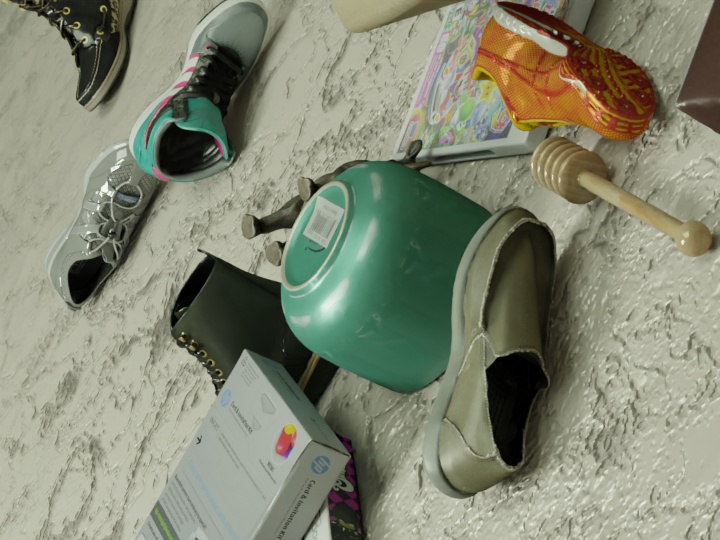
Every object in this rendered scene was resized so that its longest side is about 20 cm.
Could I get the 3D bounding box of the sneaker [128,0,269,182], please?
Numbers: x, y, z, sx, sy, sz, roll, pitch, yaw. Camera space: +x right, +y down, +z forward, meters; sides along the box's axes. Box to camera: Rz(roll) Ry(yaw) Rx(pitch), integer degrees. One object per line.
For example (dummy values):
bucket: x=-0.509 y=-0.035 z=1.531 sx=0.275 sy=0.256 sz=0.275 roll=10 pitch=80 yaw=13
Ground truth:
sneaker: x=-0.145 y=-0.163 z=2.053 sx=0.201 sy=0.083 sz=0.121 roll=-55 pitch=29 yaw=13

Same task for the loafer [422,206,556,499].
loafer: x=0.100 y=0.053 z=1.411 sx=0.069 sy=0.075 sz=0.202 roll=-7 pitch=64 yaw=47

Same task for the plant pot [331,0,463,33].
plant pot: x=0.052 y=-0.287 z=1.604 sx=0.201 sy=0.199 sz=0.177 roll=64 pitch=148 yaw=8

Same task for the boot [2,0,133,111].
boot: x=-0.340 y=-0.287 z=2.462 sx=0.073 sy=0.150 sz=0.201 roll=-36 pitch=37 yaw=44

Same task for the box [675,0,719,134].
box: x=0.298 y=-0.124 z=1.072 sx=0.200 sy=0.165 sz=0.165 roll=2 pitch=69 yaw=63

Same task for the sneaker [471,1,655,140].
sneaker: x=0.142 y=-0.123 z=1.491 sx=0.200 sy=0.072 sz=0.078 roll=-132 pitch=54 yaw=-59

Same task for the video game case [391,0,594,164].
video game case: x=0.101 y=-0.152 z=1.648 sx=0.200 sy=0.018 sz=0.144 roll=-2 pitch=64 yaw=62

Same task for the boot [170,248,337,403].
boot: x=-0.110 y=0.091 z=1.682 sx=0.201 sy=0.138 sz=0.077 roll=-66 pitch=26 yaw=-2

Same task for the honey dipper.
honey dipper: x=0.172 y=-0.045 z=1.400 sx=0.038 sy=0.038 sz=0.200 roll=-61 pitch=30 yaw=5

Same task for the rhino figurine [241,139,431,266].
rhino figurine: x=-0.006 y=-0.056 z=1.692 sx=0.200 sy=0.087 sz=0.060 roll=-27 pitch=79 yaw=50

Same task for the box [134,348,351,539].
box: x=-0.097 y=0.179 z=1.592 sx=0.201 sy=0.041 sz=0.156 roll=-61 pitch=30 yaw=10

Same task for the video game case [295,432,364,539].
video game case: x=-0.067 y=0.243 z=1.576 sx=0.200 sy=0.036 sz=0.182 roll=-49 pitch=28 yaw=29

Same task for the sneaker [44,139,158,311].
sneaker: x=-0.251 y=-0.043 z=2.176 sx=0.201 sy=0.074 sz=0.082 roll=-59 pitch=35 yaw=30

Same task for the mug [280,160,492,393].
mug: x=0.002 y=0.006 z=1.575 sx=0.185 sy=0.114 sz=0.153 roll=-40 pitch=34 yaw=40
